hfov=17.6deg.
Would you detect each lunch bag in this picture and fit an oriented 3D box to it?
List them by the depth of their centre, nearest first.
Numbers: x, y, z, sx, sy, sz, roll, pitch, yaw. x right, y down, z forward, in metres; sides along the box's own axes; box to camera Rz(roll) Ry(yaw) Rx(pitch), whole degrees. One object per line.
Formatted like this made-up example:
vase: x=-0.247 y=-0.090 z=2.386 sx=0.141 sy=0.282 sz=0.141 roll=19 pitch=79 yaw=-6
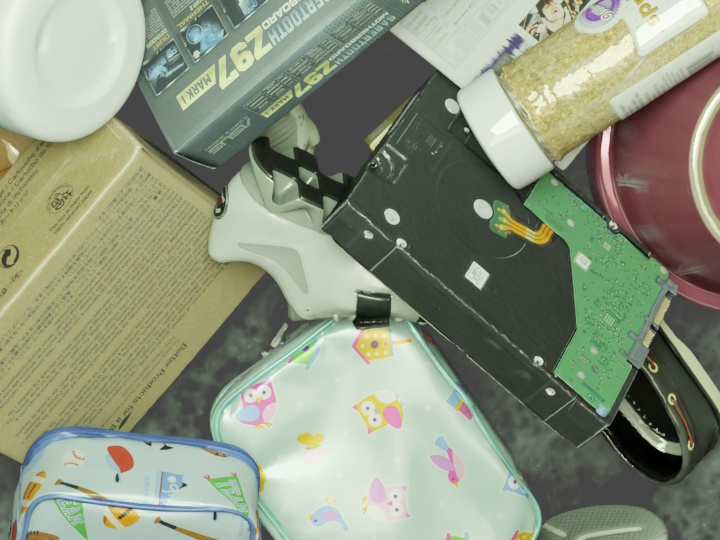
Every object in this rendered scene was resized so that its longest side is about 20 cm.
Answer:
lunch bag: x=-0.138 y=0.188 z=1.413 sx=0.159 sy=0.076 sz=0.201 roll=5 pitch=129 yaw=-11
lunch bag: x=0.003 y=0.121 z=1.450 sx=0.160 sy=0.077 sz=0.201 roll=-36 pitch=95 yaw=2

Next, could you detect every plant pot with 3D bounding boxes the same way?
plant pot: x=0.243 y=-0.068 z=1.392 sx=0.198 sy=0.179 sz=0.202 roll=0 pitch=96 yaw=-2

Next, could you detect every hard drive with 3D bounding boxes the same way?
hard drive: x=0.085 y=-0.008 z=1.358 sx=0.200 sy=0.140 sz=0.038 roll=39 pitch=137 yaw=-7

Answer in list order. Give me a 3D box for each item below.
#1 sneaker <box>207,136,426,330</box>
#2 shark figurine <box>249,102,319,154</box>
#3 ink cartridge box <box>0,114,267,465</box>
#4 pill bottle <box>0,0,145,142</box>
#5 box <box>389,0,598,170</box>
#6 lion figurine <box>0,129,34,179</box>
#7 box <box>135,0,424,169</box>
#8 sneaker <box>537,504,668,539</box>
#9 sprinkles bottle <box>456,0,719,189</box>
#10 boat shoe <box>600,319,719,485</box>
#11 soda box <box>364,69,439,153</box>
sneaker: x=0.000 y=0.000 z=1.388 sx=0.199 sy=0.074 sz=0.089 roll=27 pitch=117 yaw=-15
shark figurine: x=-0.096 y=-0.149 z=1.402 sx=0.089 sy=0.128 sz=0.216 roll=-19 pitch=94 yaw=9
ink cartridge box: x=-0.169 y=0.015 z=1.390 sx=0.200 sy=0.165 sz=0.075 roll=-49 pitch=54 yaw=1
pill bottle: x=-0.225 y=-0.145 z=1.335 sx=0.110 sy=0.199 sz=0.112 roll=-19 pitch=116 yaw=-43
box: x=0.091 y=-0.174 z=1.357 sx=0.200 sy=0.036 sz=0.144 roll=37 pitch=105 yaw=-18
lion figurine: x=-0.217 y=-0.089 z=1.434 sx=0.122 sy=0.072 sz=0.201 roll=-19 pitch=81 yaw=9
box: x=-0.055 y=-0.180 z=1.320 sx=0.200 sy=0.051 sz=0.158 roll=-39 pitch=64 yaw=19
sneaker: x=0.113 y=0.222 z=1.476 sx=0.200 sy=0.070 sz=0.080 roll=-33 pitch=120 yaw=-4
sprinkles bottle: x=0.153 y=-0.127 z=1.325 sx=0.199 sy=0.068 sz=0.068 roll=-33 pitch=96 yaw=9
boat shoe: x=0.148 y=0.044 z=1.445 sx=0.202 sy=0.074 sz=0.063 roll=50 pitch=48 yaw=-7
soda box: x=0.096 y=-0.122 z=1.438 sx=0.200 sy=0.064 sz=0.068 roll=-43 pitch=97 yaw=2
